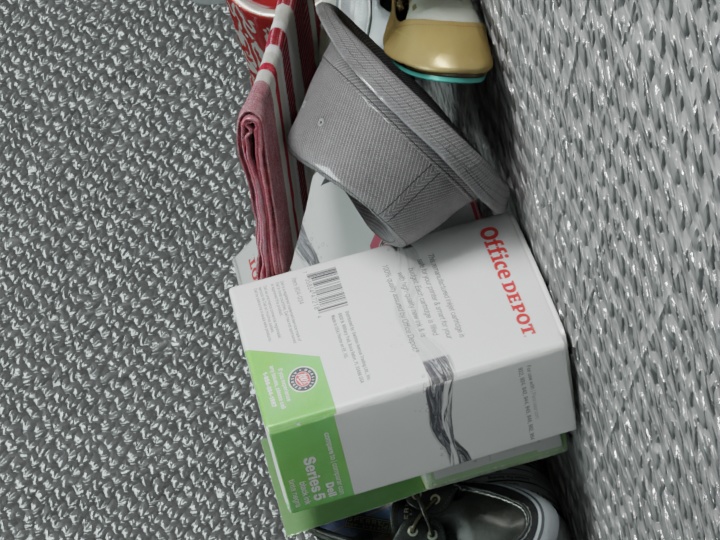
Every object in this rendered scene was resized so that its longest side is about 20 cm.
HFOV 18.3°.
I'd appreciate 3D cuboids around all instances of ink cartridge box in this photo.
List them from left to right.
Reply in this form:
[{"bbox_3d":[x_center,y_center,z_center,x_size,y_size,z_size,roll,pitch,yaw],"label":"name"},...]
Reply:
[{"bbox_3d":[0.000,0.000,1.693,0.200,0.084,0.146,-46,48,38],"label":"ink cartridge box"},{"bbox_3d":[0.027,0.057,1.467,0.146,0.199,0.084,-109,5,-49],"label":"ink cartridge box"},{"bbox_3d":[0.030,0.103,1.542,0.146,0.199,0.048,-113,9,-65],"label":"ink cartridge box"}]

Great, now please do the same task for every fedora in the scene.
[{"bbox_3d":[0.011,-0.084,1.487,0.177,0.090,0.200,41,-173,-36],"label":"fedora"}]

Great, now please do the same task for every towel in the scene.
[{"bbox_3d":[-0.053,-0.106,1.538,0.201,0.023,0.145,-78,-14,-50],"label":"towel"}]

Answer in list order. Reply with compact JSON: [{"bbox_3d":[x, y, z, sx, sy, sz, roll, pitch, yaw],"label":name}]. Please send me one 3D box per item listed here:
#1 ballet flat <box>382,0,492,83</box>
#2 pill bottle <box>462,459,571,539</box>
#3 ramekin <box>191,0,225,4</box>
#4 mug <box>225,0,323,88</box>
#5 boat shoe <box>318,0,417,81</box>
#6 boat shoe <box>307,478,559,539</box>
[{"bbox_3d":[0.045,-0.163,1.477,0.200,0.068,0.064,-130,43,-76],"label":"ballet flat"},{"bbox_3d":[0.085,0.178,1.604,0.116,0.115,0.201,82,174,-45],"label":"pill bottle"},{"bbox_3d":[-0.101,-0.317,2.015,0.203,0.201,0.095,-115,2,-67],"label":"ramekin"},{"bbox_3d":[-0.055,-0.215,1.768,0.178,0.133,0.200,47,173,21],"label":"mug"},{"bbox_3d":[0.016,-0.171,1.609,0.070,0.071,0.202,17,-114,-51],"label":"boat shoe"},{"bbox_3d":[0.039,0.172,1.519,0.057,0.199,0.069,31,-116,-48],"label":"boat shoe"}]
